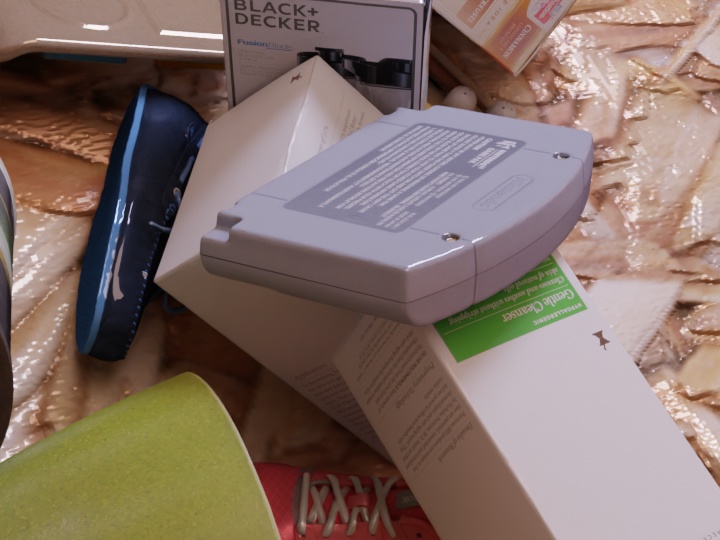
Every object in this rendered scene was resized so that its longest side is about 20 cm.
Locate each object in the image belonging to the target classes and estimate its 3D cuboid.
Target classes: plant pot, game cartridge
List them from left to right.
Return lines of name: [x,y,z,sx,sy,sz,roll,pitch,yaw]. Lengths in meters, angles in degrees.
plant pot: [-0.147,0.163,0.763,0.199,0.188,0.188,-15,63,-19]
game cartridge: [0.031,-0.031,0.821,0.132,0.041,0.200,10,27,31]

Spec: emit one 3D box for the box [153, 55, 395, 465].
box: [0.000,0.000,0.946,0.200,0.097,0.125,40,44,-27]

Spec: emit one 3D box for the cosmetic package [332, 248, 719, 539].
cosmetic package: [0.087,0.089,0.819,0.107,0.085,0.201,-20,67,-35]

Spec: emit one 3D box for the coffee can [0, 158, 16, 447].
coffee can: [-0.235,0.011,0.782,0.145,0.147,0.200,14,20,-16]

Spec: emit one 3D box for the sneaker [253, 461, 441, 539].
sneaker: [0.009,0.133,0.904,0.199,0.087,0.074,16,49,-15]

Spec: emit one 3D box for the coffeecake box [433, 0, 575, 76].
coffeecake box: [0.059,-0.231,1.156,0.200,0.073,0.154,39,16,0]

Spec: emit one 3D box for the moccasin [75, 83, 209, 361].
moccasin: [-0.116,-0.031,0.971,0.068,0.081,0.201,21,50,-16]

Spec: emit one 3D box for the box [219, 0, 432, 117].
box: [-0.019,-0.105,0.975,0.116,0.201,0.060,7,50,4]

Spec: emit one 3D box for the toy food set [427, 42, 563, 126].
toy food set: [0.029,-0.129,1.126,0.200,0.061,0.143,44,49,10]

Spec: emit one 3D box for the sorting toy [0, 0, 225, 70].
sorting toy: [-0.156,-0.176,1.060,0.199,0.037,0.185,-4,38,-27]
